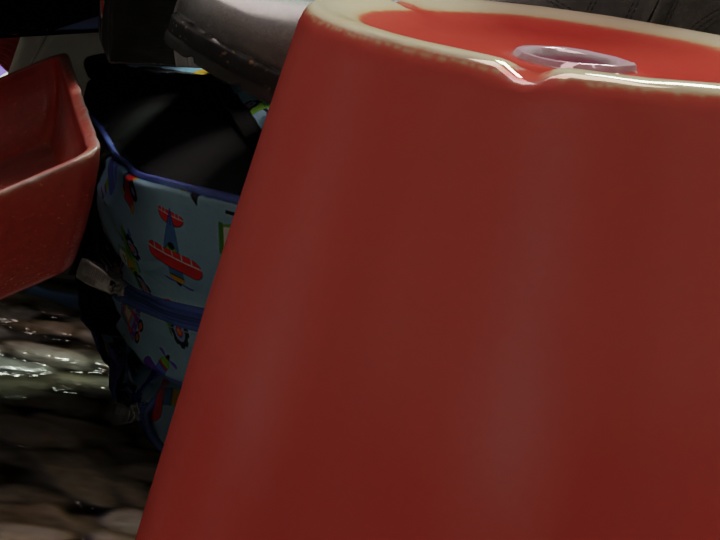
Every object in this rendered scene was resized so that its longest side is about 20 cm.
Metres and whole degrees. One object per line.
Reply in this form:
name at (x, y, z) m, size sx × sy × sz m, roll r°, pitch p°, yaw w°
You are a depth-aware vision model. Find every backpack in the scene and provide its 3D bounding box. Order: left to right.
backpack at (0.000, 0.000, 0.917) m, size 0.182 × 0.135 × 0.200 m, roll 1°, pitch 11°, yaw -13°

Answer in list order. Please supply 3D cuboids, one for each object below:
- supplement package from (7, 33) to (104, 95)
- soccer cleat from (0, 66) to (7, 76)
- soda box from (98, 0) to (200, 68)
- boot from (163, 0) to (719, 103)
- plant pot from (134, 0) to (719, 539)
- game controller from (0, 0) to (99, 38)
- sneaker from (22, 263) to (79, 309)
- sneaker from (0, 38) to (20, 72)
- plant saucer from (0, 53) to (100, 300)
supplement package at (-0.030, -0.092, 1.153) m, size 0.200 × 0.122 × 0.120 m, roll 22°, pitch -29°, yaw -13°
soccer cleat at (-0.188, -0.065, 1.317) m, size 0.073 × 0.068 × 0.200 m, roll -2°, pitch 9°, yaw 12°
soda box at (0.019, -0.093, 0.883) m, size 0.199 × 0.064 × 0.071 m, roll 2°, pitch 9°, yaw -8°
boot at (0.049, -0.101, 0.811) m, size 0.199 × 0.132 × 0.070 m, roll 7°, pitch 17°, yaw -17°
plant pot at (0.043, 0.027, 0.728) m, size 0.200 × 0.178 × 0.200 m, roll 7°, pitch 12°, yaw -2°
game controller at (-0.049, -0.099, 0.990) m, size 0.200 × 0.042 × 0.104 m, roll -7°, pitch 9°, yaw -29°
sneaker at (-0.075, -0.021, 1.113) m, size 0.199 × 0.083 × 0.071 m, roll 13°, pitch 19°, yaw 30°
sneaker at (-0.139, -0.106, 1.272) m, size 0.078 × 0.200 × 0.116 m, roll -24°, pitch 16°, yaw -14°
plant saucer at (-0.173, -0.001, 0.894) m, size 0.200 × 0.037 × 0.200 m, roll -25°, pitch 15°, yaw -3°
